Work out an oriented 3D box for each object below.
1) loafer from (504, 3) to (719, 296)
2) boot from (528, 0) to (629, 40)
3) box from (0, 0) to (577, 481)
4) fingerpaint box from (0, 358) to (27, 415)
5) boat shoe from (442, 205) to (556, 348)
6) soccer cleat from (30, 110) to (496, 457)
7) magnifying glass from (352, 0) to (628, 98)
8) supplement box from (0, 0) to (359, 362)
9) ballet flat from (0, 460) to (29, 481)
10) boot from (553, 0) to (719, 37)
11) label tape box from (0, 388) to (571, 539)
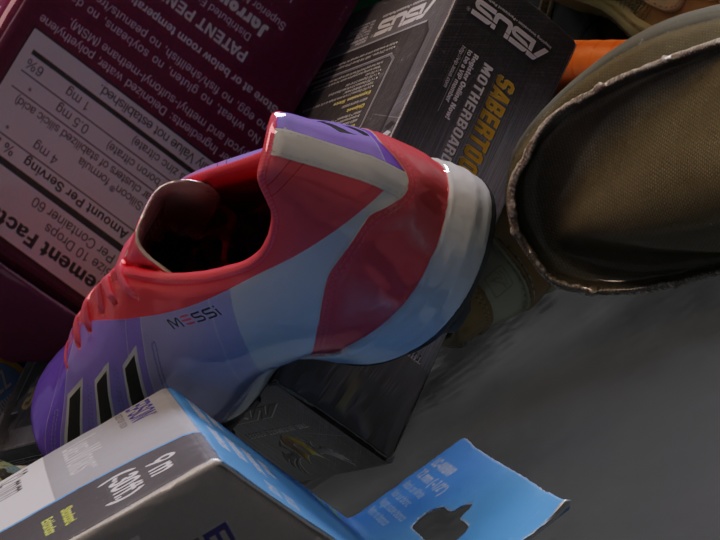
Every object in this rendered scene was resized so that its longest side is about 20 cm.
[{"bbox_3d":[0.115,-0.041,0.833,0.199,0.076,0.070,-23,5,36],"label":"loafer"},{"bbox_3d":[0.169,-0.087,1.040,0.199,0.078,0.138,-20,27,1],"label":"boot"},{"bbox_3d":[-0.030,-0.004,0.969,0.200,0.048,0.159,-17,43,55],"label":"box"},{"bbox_3d":[-0.154,0.004,1.156,0.073,0.167,0.200,-30,6,24],"label":"fingerpaint box"},{"bbox_3d":[0.000,0.000,1.034,0.076,0.072,0.200,-46,13,-20],"label":"boat shoe"},{"bbox_3d":[-0.047,0.007,0.828,0.200,0.073,0.069,-26,43,49],"label":"soccer cleat"},{"bbox_3d":[0.051,-0.066,0.983,0.199,0.080,0.022,6,55,45],"label":"magnifying glass"},{"bbox_3d":[-0.083,-0.079,0.977,0.201,0.103,0.131,-60,24,-15],"label":"supplement box"},{"bbox_3d":[-0.119,0.085,0.917,0.074,0.075,0.200,-33,11,-25],"label":"ballet flat"},{"bbox_3d":[0.099,-0.154,0.967,0.073,0.156,0.200,-33,37,-23],"label":"boot"},{"bbox_3d":[-0.059,0.078,0.736,0.199,0.066,0.143,-32,8,-5],"label":"label tape box"}]
